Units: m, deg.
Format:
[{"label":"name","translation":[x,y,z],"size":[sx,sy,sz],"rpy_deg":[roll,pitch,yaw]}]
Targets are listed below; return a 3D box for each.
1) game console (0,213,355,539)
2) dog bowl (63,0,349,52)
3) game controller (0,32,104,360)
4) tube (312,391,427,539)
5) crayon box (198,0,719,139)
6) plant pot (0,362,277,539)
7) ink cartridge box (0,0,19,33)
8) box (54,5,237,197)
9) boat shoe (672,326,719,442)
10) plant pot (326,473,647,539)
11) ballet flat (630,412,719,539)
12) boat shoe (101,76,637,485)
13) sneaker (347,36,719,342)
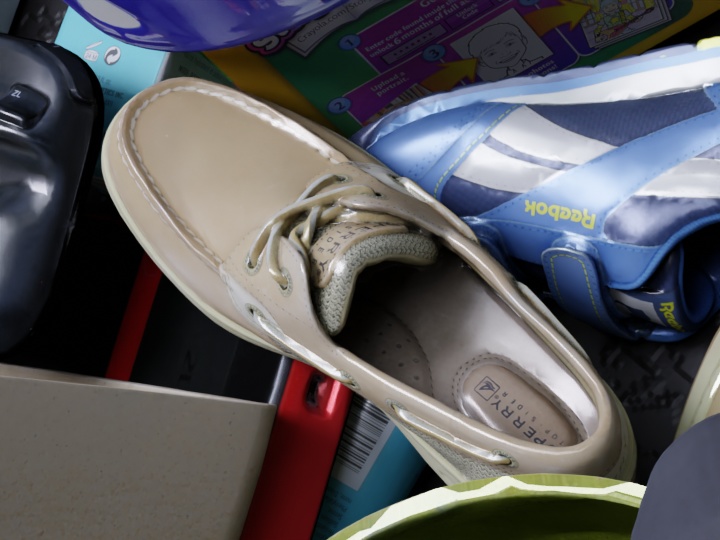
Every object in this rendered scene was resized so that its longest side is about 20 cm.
[{"label":"game console","translation":[-0.080,0.081,0.852],"size":[0.177,0.031,0.200],"rpy_deg":[7,78,52]},{"label":"dog bowl","translation":[-0.037,-0.167,0.773],"size":[0.200,0.079,0.200],"rpy_deg":[-21,47,24]},{"label":"game controller","translation":[-0.169,-0.036,0.852],"size":[0.200,0.042,0.105],"rpy_deg":[14,98,36]},{"label":"tube","translation":[-0.033,0.103,0.840],"size":[0.077,0.050,0.200],"rpy_deg":[36,97,43]},{"label":"crayon box","translation":[0.048,-0.112,0.814],"size":[0.200,0.119,0.058],"rpy_deg":[-29,52,16]},{"label":"plant pot","translation":[-0.170,0.111,0.778],"size":[0.200,0.199,0.178],"rpy_deg":[6,88,51]},{"label":"ink cartridge box","translation":[-0.228,-0.059,0.961],"size":[0.146,0.083,0.200],"rpy_deg":[16,83,29]},{"label":"box","translation":[-0.046,-0.119,0.890],"size":[0.049,0.082,0.200],"rpy_deg":[16,82,30]},{"label":"boat shoe","translation":[0.169,0.010,0.739],"size":[0.200,0.073,0.063],"rpy_deg":[-51,34,5]},{"label":"plant pot","translation":[0.075,0.167,0.632],"size":[0.200,0.193,0.201],"rpy_deg":[-8,72,25]},{"label":"ballet flat","translation":[0.083,0.118,0.491],"size":[0.073,0.073,0.200],"rpy_deg":[-13,70,23]},{"label":"boat shoe","translation":[0.000,0.000,0.757],"size":[0.200,0.065,0.072],"rpy_deg":[40,76,20]},{"label":"sneaker","translation":[0.069,-0.017,0.808],"size":[0.200,0.074,0.082],"rpy_deg":[-12,72,24]}]
